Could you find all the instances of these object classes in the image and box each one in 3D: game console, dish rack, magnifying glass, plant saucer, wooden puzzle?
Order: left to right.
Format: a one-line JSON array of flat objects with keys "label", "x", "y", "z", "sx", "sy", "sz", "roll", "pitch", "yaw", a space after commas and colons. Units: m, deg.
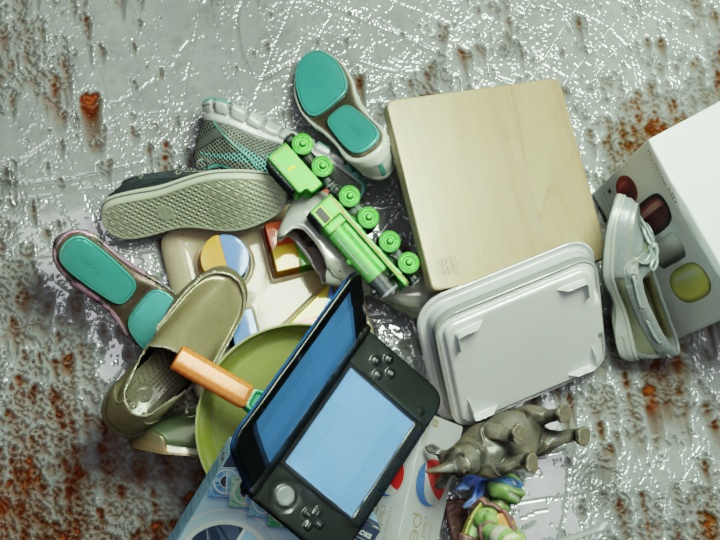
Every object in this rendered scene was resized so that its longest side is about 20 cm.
[{"label": "magnifying glass", "x": -0.089, "y": 0.132, "z": 1.097, "sx": 0.199, "sy": 0.022, "sz": 0.080, "roll": 32, "pitch": 68, "yaw": -11}, {"label": "wooden puzzle", "x": -0.098, "y": 0.024, "z": 1.218, "sx": 0.198, "sy": 0.046, "sz": 0.187, "roll": -14, "pitch": 80, "yaw": -7}, {"label": "plant saucer", "x": -0.065, "y": 0.150, "z": 1.138, "sx": 0.198, "sy": 0.031, "sz": 0.202, "roll": -1, "pitch": 95, "yaw": -12}, {"label": "game console", "x": -0.015, "y": 0.135, "z": 1.044, "sx": 0.170, "sy": 0.118, "sz": 0.201, "roll": 41, "pitch": 67, "yaw": -10}, {"label": "dish rack", "x": 0.164, "y": 0.073, "z": 1.176, "sx": 0.199, "sy": 0.173, "sz": 0.044, "roll": -22, "pitch": 37, "yaw": -10}]

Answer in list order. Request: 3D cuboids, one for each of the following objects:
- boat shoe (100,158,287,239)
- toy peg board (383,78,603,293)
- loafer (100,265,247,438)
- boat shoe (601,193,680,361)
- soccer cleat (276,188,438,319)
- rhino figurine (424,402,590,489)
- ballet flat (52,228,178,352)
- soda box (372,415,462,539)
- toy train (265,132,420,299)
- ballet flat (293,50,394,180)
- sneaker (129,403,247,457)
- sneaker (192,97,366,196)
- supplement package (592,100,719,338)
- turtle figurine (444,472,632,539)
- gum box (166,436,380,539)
[{"label": "boat shoe", "x": -0.174, "y": -0.079, "z": 1.208, "sx": 0.198, "sy": 0.075, "sz": 0.062, "roll": -7, "pitch": 36, "yaw": 10}, {"label": "toy peg board", "x": 0.129, "y": -0.080, "z": 1.219, "sx": 0.197, "sy": 0.098, "sz": 0.202, "roll": -10, "pitch": 79, "yaw": -17}, {"label": "loafer", "x": -0.173, "y": 0.080, "z": 1.129, "sx": 0.076, "sy": 0.067, "sz": 0.201, "roll": 38, "pitch": 71, "yaw": -15}, {"label": "boat shoe", "x": 0.289, "y": 0.010, "z": 1.187, "sx": 0.064, "sy": 0.203, "sz": 0.075, "roll": 0, "pitch": 34, "yaw": 23}, {"label": "soccer cleat", "x": 0.000, "y": 0.000, "z": 1.198, "sx": 0.200, "sy": 0.069, "sz": 0.078, "roll": 39, "pitch": 62, "yaw": -5}, {"label": "rhino figurine", "x": 0.136, "y": 0.178, "z": 1.152, "sx": 0.199, "sy": 0.087, "sz": 0.060, "roll": -12, "pitch": 90, "yaw": -41}, {"label": "ballet flat", "x": -0.234, "y": 0.029, "z": 1.186, "sx": 0.200, "sy": 0.071, "sz": 0.069, "roll": 42, "pitch": 87, "yaw": -13}, {"label": "soda box", "x": 0.041, "y": 0.243, "z": 1.162, "sx": 0.068, "sy": 0.063, "sz": 0.202, "roll": 27, "pitch": 72, "yaw": -45}, {"label": "toy train", "x": -0.019, "y": -0.053, "z": 1.155, "sx": 0.056, "sy": 0.042, "sz": 0.200, "roll": -40, "pitch": 87, "yaw": -15}, {"label": "ballet flat", "x": -0.018, "y": -0.162, "z": 1.241, "sx": 0.069, "sy": 0.070, "sz": 0.200, "roll": -23, "pitch": 46, "yaw": -9}, {"label": "sneaker", "x": -0.130, "y": 0.146, "z": 1.175, "sx": 0.198, "sy": 0.067, "sz": 0.091, "roll": 7, "pitch": 88, "yaw": -10}, {"label": "sneaker", "x": -0.091, "y": -0.110, "z": 1.244, "sx": 0.199, "sy": 0.078, "sz": 0.092, "roll": 24, "pitch": 93, "yaw": 4}, {"label": "supplement package", "x": 0.371, "y": -0.056, "z": 1.194, "sx": 0.146, "sy": 0.200, "sz": 0.192, "roll": -27, "pitch": 81, "yaw": -10}, {"label": "turtle figurine", "x": 0.157, "y": 0.310, "z": 1.131, "sx": 0.199, "sy": 0.144, "sz": 0.195, "roll": 24, "pitch": 81, "yaw": 4}, {"label": "gum box", "x": -0.104, "y": 0.287, "z": 1.111, "sx": 0.169, "sy": 0.045, "sz": 0.201, "roll": 29, "pitch": 98, "yaw": -14}]
